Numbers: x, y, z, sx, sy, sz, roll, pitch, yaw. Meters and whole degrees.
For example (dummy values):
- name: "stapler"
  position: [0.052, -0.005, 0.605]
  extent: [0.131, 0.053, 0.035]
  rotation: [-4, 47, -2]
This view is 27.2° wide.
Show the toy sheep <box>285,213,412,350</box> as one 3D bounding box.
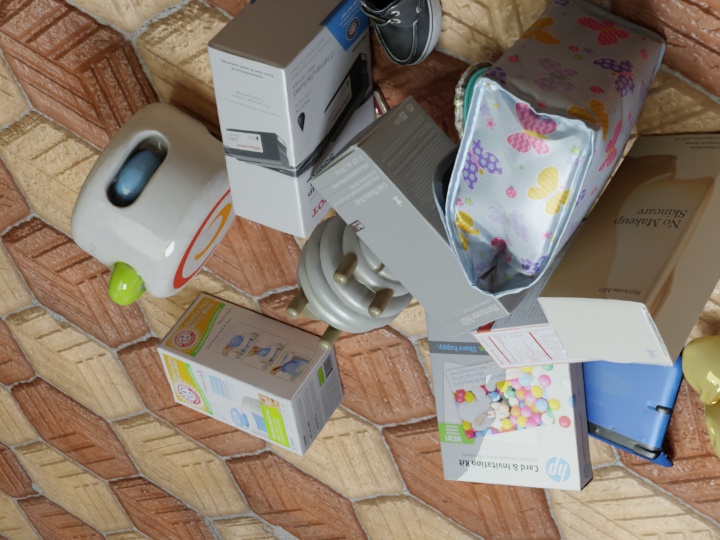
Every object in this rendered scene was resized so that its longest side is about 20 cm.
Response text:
- name: "toy sheep"
  position: [0.000, 0.000, 1.520]
  extent: [0.138, 0.138, 0.200]
  rotation: [46, 137, -14]

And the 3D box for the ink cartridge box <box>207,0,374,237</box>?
- name: "ink cartridge box"
  position: [-0.057, -0.154, 1.355]
  extent: [0.084, 0.145, 0.201]
  rotation: [20, 140, 23]

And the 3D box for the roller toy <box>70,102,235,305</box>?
- name: "roller toy"
  position: [-0.214, -0.079, 1.575]
  extent: [0.139, 0.200, 0.183]
  rotation: [33, 124, 5]

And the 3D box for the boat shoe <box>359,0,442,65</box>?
- name: "boat shoe"
  position: [0.026, -0.242, 1.250]
  extent: [0.070, 0.066, 0.200]
  rotation: [24, 145, 19]

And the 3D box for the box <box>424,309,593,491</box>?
- name: "box"
  position: [0.149, 0.117, 1.501]
  extent: [0.155, 0.041, 0.201]
  rotation: [1, 106, 30]

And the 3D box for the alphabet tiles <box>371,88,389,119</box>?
- name: "alphabet tiles"
  position: [-0.040, -0.141, 1.494]
  extent: [0.199, 0.008, 0.168]
  rotation: [5, 136, 40]

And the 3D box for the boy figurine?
- name: "boy figurine"
  position: [0.360, 0.149, 1.399]
  extent: [0.064, 0.124, 0.201]
  rotation: [-18, 99, 21]

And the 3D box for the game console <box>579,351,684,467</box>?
- name: "game console"
  position: [0.239, 0.113, 1.541]
  extent: [0.199, 0.118, 0.171]
  rotation: [21, 113, 22]

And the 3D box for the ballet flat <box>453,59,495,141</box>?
- name: "ballet flat"
  position: [0.128, -0.102, 1.335]
  extent: [0.201, 0.075, 0.064]
  rotation: [63, 173, -27]

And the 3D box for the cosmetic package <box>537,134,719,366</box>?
- name: "cosmetic package"
  position: [0.238, -0.020, 1.205]
  extent: [0.105, 0.200, 0.071]
  rotation: [1, 134, 41]

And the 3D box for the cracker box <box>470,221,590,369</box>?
- name: "cracker box"
  position: [0.209, 0.016, 1.338]
  extent: [0.200, 0.134, 0.058]
  rotation: [-9, 130, 49]

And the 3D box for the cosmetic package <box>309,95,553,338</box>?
- name: "cosmetic package"
  position: [0.064, -0.045, 1.321]
  extent: [0.200, 0.090, 0.107]
  rotation: [49, 149, -5]

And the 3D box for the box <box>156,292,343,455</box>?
- name: "box"
  position: [-0.135, 0.126, 1.828]
  extent: [0.199, 0.101, 0.113]
  rotation: [20, 143, 24]

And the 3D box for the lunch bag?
- name: "lunch bag"
  position: [0.143, -0.094, 1.198]
  extent: [0.127, 0.170, 0.201]
  rotation: [26, 134, 15]
